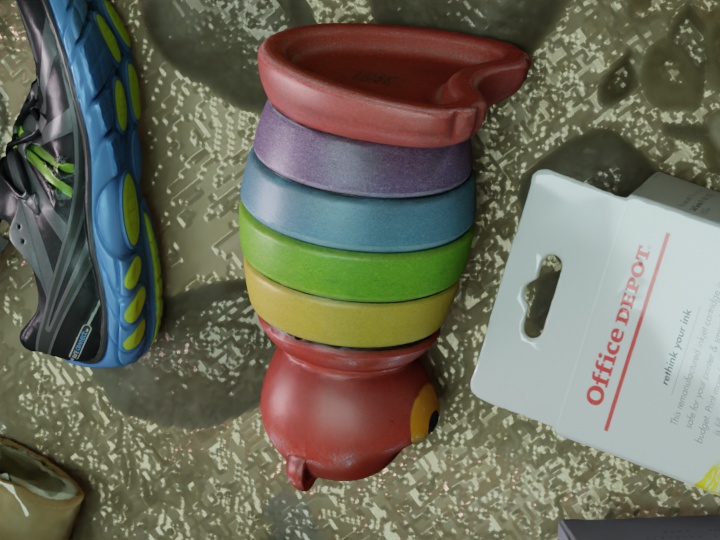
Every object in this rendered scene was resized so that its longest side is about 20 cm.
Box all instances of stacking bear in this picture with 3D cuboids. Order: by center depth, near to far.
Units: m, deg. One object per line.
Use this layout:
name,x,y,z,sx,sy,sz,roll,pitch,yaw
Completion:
stacking bear,0.000,0.000,1.295,0.113,0.121,0.201,12,112,15

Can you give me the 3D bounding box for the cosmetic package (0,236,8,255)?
cosmetic package,-0.288,0.027,1.405,0.151,0.052,0.200,33,110,-9

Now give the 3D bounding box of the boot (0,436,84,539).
boot,-0.171,0.195,1.414,0.175,0.066,0.200,21,106,14

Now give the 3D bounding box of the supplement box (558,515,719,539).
supplement box,0.144,0.212,1.289,0.109,0.061,0.201,-1,101,-6

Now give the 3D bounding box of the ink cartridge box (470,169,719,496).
ink cartridge box,0.160,0.032,1.261,0.200,0.067,0.117,21,107,13

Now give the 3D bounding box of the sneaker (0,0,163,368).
sneaker,-0.143,-0.050,1.350,0.082,0.071,0.200,-2,103,14
